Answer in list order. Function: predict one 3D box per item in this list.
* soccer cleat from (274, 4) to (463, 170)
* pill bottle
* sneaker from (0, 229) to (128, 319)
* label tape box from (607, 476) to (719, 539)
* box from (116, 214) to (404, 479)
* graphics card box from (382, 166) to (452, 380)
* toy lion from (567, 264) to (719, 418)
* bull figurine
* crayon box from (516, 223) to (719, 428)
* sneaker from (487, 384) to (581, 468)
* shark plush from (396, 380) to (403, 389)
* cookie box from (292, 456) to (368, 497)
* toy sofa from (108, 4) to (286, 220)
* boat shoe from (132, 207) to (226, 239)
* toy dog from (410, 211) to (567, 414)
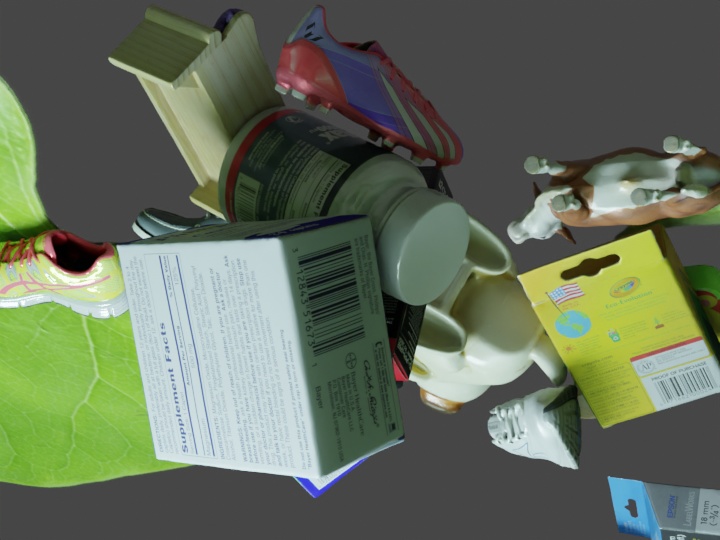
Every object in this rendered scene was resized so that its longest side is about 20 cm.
[{"bbox_3d":[0.019,-0.144,1.196,0.199,0.077,0.067,23,-176,-35],"label":"soccer cleat"},{"bbox_3d":[-0.012,-0.051,1.215,0.199,0.120,0.120,28,157,35],"label":"pill bottle"},{"bbox_3d":[-0.335,-0.011,1.543,0.198,0.079,0.091,5,138,7],"label":"sneaker"},{"bbox_3d":[0.386,0.308,1.689,0.198,0.064,0.145,3,144,19],"label":"label tape box"},{"bbox_3d":[-0.080,0.056,1.156,0.199,0.105,0.186,-1,102,44],"label":"box"},{"bbox_3d":[0.000,0.000,1.283,0.124,0.201,0.051,-1,146,23],"label":"graphics card box"},{"bbox_3d":[0.283,0.064,1.389,0.190,0.069,0.201,-1,144,13],"label":"toy lion"},{"bbox_3d":[0.203,-0.066,1.205,0.198,0.066,0.121,-12,171,25],"label":"bull figurine"},{"bbox_3d":[0.232,0.041,1.287,0.126,0.051,0.201,-19,126,19],"label":"crayon box"},{"bbox_3d":[0.161,0.148,1.359,0.086,0.075,0.200,1,167,5],"label":"sneaker"},{"bbox_3d":[-0.013,0.062,1.538,0.199,0.092,0.083,25,173,-42],"label":"shark plush"},{"bbox_3d":[-0.092,0.103,1.480,0.075,0.200,0.171,-35,132,3],"label":"cookie box"},{"bbox_3d":[-0.124,-0.138,1.261,0.082,0.098,0.201,25,156,35],"label":"toy sofa"},{"bbox_3d":[-0.126,-0.035,1.436,0.198,0.073,0.062,18,105,11],"label":"boat shoe"},{"bbox_3d":[0.100,0.056,1.393,0.193,0.140,0.200,22,159,-1],"label":"toy dog"}]
